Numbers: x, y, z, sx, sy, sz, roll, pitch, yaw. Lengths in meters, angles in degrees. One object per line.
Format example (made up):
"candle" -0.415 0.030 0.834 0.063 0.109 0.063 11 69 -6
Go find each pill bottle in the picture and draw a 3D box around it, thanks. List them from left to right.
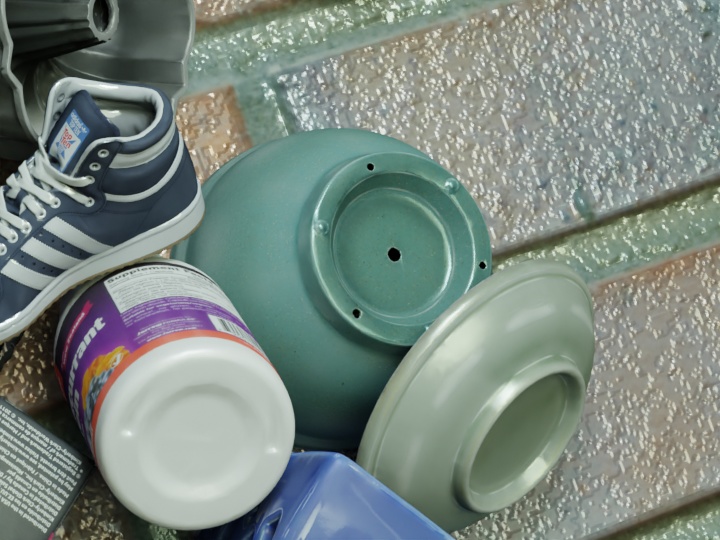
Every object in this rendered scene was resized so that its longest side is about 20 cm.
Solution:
"pill bottle" -0.114 0.058 1.680 0.111 0.200 0.112 -6 111 -15

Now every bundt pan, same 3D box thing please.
"bundt pan" -0.181 -0.151 1.735 0.202 0.076 0.202 -9 100 -60

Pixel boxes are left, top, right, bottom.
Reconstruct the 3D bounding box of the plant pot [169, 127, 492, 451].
"plant pot" 0.000 0.000 1.787 0.200 0.134 0.201 6 75 -23

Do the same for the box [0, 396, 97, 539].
"box" -0.254 0.167 1.641 0.106 0.122 0.200 37 66 -12

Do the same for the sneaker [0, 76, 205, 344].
"sneaker" -0.183 -0.034 1.642 0.200 0.109 0.070 -28 51 -18

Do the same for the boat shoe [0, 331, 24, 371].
"boat shoe" -0.263 -0.031 1.720 0.200 0.075 0.093 48 57 -15

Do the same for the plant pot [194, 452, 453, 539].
"plant pot" -0.018 0.233 1.686 0.200 0.200 0.180 39 73 -12

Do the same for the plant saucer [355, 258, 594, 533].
"plant saucer" 0.083 0.089 1.774 0.200 0.200 0.050 -37 56 -26
